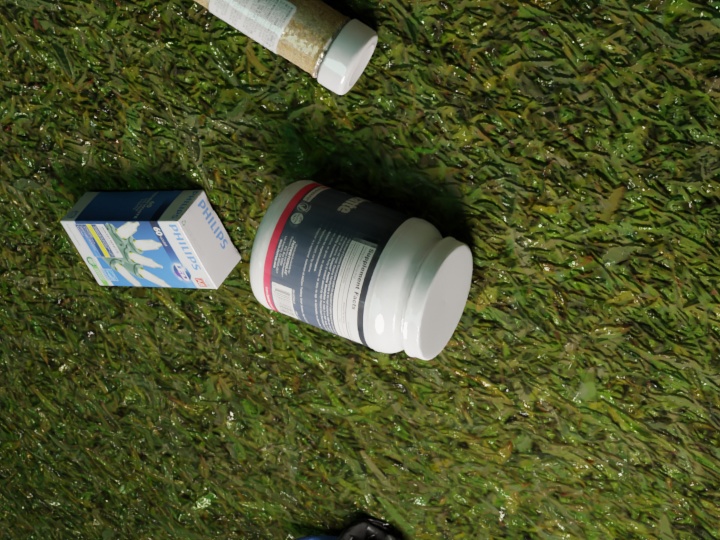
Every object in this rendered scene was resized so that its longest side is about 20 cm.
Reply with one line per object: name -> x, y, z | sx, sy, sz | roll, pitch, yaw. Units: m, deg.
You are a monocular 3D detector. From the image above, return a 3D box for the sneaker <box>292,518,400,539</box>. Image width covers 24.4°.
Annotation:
sneaker -> -0.024, 0.368, 2.207 | 0.198, 0.077, 0.112 | 10, 144, 27

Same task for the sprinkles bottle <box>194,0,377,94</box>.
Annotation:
sprinkles bottle -> -0.082, -0.242, 1.551 | 0.199, 0.068, 0.068 | 32, 146, 6

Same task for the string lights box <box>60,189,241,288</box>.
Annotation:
string lights box -> -0.245, -0.037, 1.941 | 0.199, 0.059, 0.103 | 1, 131, 40

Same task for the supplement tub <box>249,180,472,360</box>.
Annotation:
supplement tub -> 0.000, 0.000, 1.701 | 0.199, 0.141, 0.141 | 20, 143, 22
